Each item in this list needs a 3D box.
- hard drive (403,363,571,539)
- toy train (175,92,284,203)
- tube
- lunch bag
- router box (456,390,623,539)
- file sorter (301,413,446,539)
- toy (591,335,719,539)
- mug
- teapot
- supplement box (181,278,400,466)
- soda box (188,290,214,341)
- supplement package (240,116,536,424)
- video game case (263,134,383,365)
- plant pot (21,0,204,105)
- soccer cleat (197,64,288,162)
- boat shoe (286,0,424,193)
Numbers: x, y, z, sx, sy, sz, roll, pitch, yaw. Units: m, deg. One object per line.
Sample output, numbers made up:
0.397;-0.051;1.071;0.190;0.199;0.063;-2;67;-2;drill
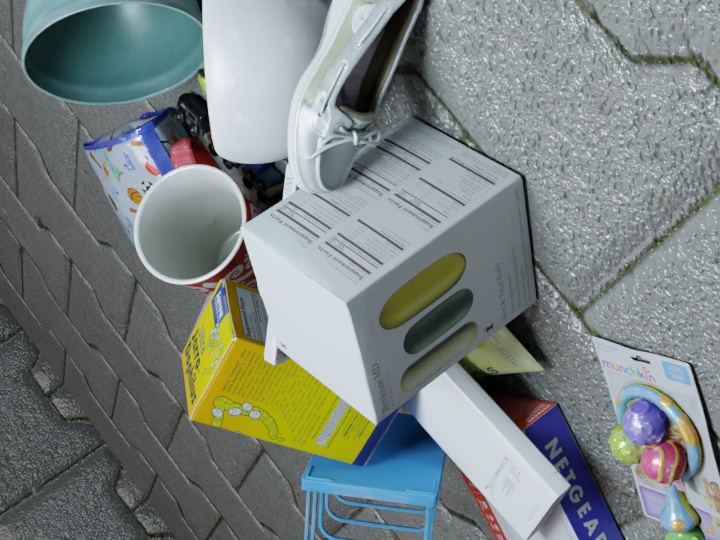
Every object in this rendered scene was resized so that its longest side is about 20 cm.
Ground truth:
0.119;0.169;1.308;0.200;0.027;0.132;47;155;18;hard drive
-0.152;-0.146;1.534;0.200;0.034;0.046;44;143;27;toy train
0.106;0.081;1.315;0.200;0.058;0.052;161;113;-63;tube
-0.252;-0.112;1.660;0.170;0.124;0.200;62;164;-13;lunch bag
0.175;0.222;1.366;0.179;0.049;0.200;2;123;62;router box
0.018;0.247;1.428;0.200;0.138;0.123;-63;-21;-71;file sorter
0.255;0.161;1.135;0.115;0.047;0.200;15;135;54;toy
-0.150;-0.049;1.499;0.133;0.178;0.200;7;169;20;mug
-0.062;-0.193;1.169;0.200;0.145;0.198;-138;45;-88;teapot
-0.069;0.106;1.338;0.110;0.199;0.109;-60;26;24;supplement box
-0.085;0.092;1.444;0.200;0.064;0.068;27;170;-27;soda box
0.029;-0.004;1.158;0.151;0.200;0.152;34;149;41;supplement package
-0.029;-0.020;1.238;0.018;0.143;0.201;26;120;32;video game case
-0.272;-0.287;1.411;0.200;0.200;0.135;118;142;-64;plant pot
-0.095;-0.163;1.377;0.200;0.068;0.081;40;170;34;soccer cleat
-0.003;-0.156;1.090;0.065;0.074;0.203;28;103;35;boat shoe
